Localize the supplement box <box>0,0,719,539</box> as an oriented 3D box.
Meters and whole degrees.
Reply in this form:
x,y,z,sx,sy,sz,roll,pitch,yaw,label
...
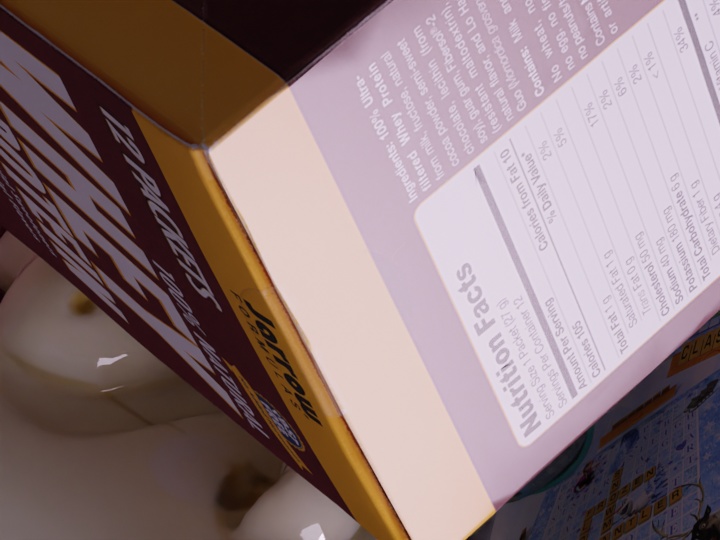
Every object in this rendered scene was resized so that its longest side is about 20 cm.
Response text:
x,y,z,sx,sy,sz,roll,pitch,yaw,label
0.007,-0.083,0.622,0.200,0.197,0.133,-40,136,-14,supplement box

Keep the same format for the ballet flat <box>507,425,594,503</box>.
x,y,z,sx,sy,sz,roll,pitch,yaw,label
0.007,-0.034,0.721,0.074,0.200,0.074,-13,143,-10,ballet flat

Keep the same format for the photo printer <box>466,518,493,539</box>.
x,y,z,sx,sy,sz,roll,pitch,yaw,label
0.026,0.137,1.011,0.166,0.069,0.200,-43,-169,16,photo printer

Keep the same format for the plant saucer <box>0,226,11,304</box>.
x,y,z,sx,sy,sz,roll,pitch,yaw,label
-0.125,0.009,0.772,0.200,0.051,0.201,-30,149,-20,plant saucer

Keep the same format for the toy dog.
x,y,z,sx,sy,sz,roll,pitch,yaw,label
-0.044,0.085,0.714,0.194,0.200,0.140,-12,138,-43,toy dog

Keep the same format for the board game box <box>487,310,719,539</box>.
x,y,z,sx,sy,sz,roll,pitch,yaw,label
0.090,0.049,0.717,0.200,0.041,0.200,-40,-149,61,board game box
